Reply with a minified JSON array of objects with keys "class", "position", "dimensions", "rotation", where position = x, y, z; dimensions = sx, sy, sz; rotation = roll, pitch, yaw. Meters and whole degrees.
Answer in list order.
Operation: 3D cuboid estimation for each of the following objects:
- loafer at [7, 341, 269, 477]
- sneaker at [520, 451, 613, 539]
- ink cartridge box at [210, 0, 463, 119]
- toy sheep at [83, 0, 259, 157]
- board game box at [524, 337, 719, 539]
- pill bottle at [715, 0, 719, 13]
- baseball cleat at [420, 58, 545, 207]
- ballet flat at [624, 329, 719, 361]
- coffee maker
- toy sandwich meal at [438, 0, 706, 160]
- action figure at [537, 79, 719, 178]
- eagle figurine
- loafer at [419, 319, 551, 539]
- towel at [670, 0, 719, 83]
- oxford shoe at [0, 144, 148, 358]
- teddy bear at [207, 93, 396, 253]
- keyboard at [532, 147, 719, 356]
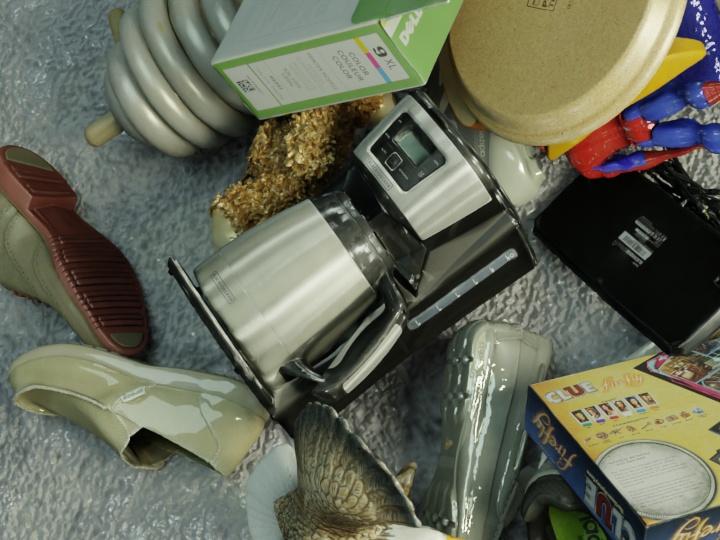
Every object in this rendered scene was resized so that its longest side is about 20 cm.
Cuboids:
[{"class":"loafer","position":[-0.161,0.099,1.217],"dimensions":[0.198,0.076,0.069],"rotation":[6,67,22]},{"class":"sneaker","position":[0.142,0.196,1.028],"dimensions":[0.073,0.087,0.201],"rotation":[-18,93,32]},{"class":"ink cartridge box","position":[0.008,-0.165,1.103],"dimensions":[0.199,0.059,0.104],"rotation":[-8,46,42]},{"class":"toy sheep","position":[-0.119,-0.150,1.268],"dimensions":[0.199,0.138,0.139],"rotation":[-36,62,21]},{"class":"board game box","position":[0.213,0.094,1.012],"dimensions":[0.198,0.035,0.136],"rotation":[-12,35,-20]},{"class":"pill bottle","position":[0.211,-0.262,1.190],"dimensions":[0.200,0.111,0.111],"rotation":[41,88,28]},{"class":"baseball cleat","position":[0.057,-0.127,1.221],"dimensions":[0.106,0.070,0.201],"rotation":[-23,64,11]},{"class":"ballet flat","position":[0.241,0.014,1.108],"dimensions":[0.200,0.069,0.069],"rotation":[-44,62,2]},{"class":"coffee maker","position":[0.000,0.000,1.128],"dimensions":[0.199,0.192,0.135],"rotation":[-36,80,-2]},{"class":"toy sandwich meal","position":[0.132,-0.160,1.100],"dimensions":[0.204,0.070,0.207],"rotation":[-14,69,41]},{"class":"action figure","position":[0.186,-0.095,1.112],"dimensions":[0.199,0.066,0.052],"rotation":[-7,30,47]},{"class":"eagle figurine","position":[-0.011,0.160,1.045],"dimensions":[0.150,0.200,0.152],"rotation":[-32,80,14]},{"class":"loafer","position":[0.082,0.133,1.117],"dimensions":[0.069,0.070,0.202],"rotation":[11,89,-18]},{"class":"towel","position":[0.161,-0.201,1.156],"dimensions":[0.147,0.049,0.202],"rotation":[-12,99,43]},{"class":"oxford shoe","position":[-0.222,0.001,1.293],"dimensions":[0.075,0.070,0.200],"rotation":[-50,58,24]},{"class":"teddy bear","position":[-0.037,-0.074,1.195],"dimensions":[0.066,0.145,0.201],"rotation":[32,62,6]},{"class":"keyboard","position":[0.192,-0.015,1.117],"dimensions":[0.104,0.040,0.200],"rotation":[-44,34,3]}]
